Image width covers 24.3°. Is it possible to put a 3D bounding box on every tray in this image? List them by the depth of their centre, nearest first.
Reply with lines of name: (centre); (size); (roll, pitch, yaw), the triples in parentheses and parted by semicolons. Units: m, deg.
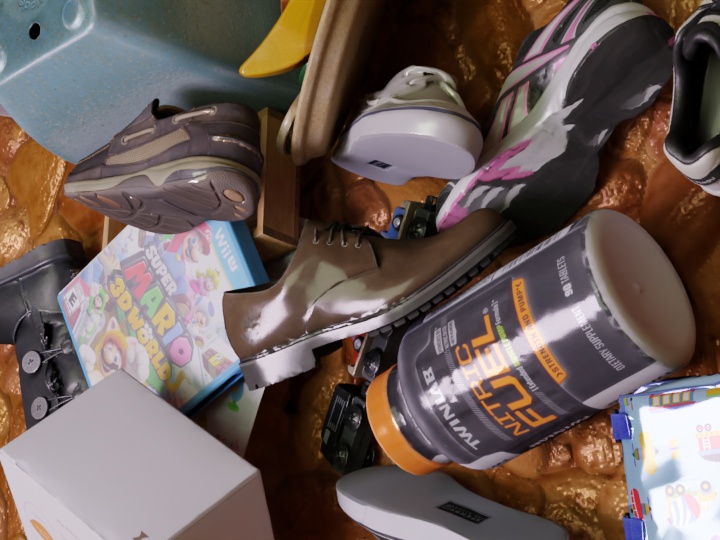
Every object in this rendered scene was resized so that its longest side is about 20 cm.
tray: (-0.119, -0.032, 1.217); (0.200, 0.037, 0.099); (-26, 54, 43)

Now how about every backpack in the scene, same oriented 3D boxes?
backpack: (0.232, 0.152, 0.884); (0.182, 0.134, 0.201); (-7, 84, 39)

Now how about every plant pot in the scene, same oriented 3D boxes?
plant pot: (-0.164, -0.184, 1.191); (0.196, 0.199, 0.197); (-22, 73, 36)

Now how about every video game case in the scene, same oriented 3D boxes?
video game case: (-0.137, 0.031, 1.178); (0.200, 0.018, 0.144); (-39, 65, 38)

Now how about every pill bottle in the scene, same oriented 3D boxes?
pill bottle: (0.096, 0.054, 1.019); (0.200, 0.106, 0.107); (-34, 66, 33)

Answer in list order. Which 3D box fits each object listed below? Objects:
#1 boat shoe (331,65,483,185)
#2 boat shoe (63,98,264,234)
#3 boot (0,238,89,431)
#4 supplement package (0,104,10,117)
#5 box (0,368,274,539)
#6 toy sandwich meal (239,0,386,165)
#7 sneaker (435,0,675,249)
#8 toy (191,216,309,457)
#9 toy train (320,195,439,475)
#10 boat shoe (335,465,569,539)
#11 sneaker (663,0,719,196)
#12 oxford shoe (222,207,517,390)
boat shoe: (0.033, -0.099, 1.065); (0.200, 0.071, 0.070); (173, 116, -78)
boat shoe: (-0.125, -0.071, 1.112); (0.199, 0.074, 0.074); (-1, 67, 48)
boot: (-0.260, 0.098, 1.337); (0.164, 0.065, 0.201); (-28, 73, 36)
supplement package: (-0.319, -0.244, 1.350); (0.111, 0.155, 0.201); (-30, 68, 32)
box: (-0.140, 0.196, 1.135); (0.152, 0.106, 0.201); (31, 143, 36)
toy sandwich meal: (-0.029, -0.170, 1.096); (0.070, 0.205, 0.206); (18, 99, 4)
sneaker: (0.118, -0.100, 1.049); (0.200, 0.080, 0.087); (-47, 36, 28)
toy: (-0.080, 0.057, 1.193); (0.115, 0.047, 0.201); (18, 87, 52)
toy train: (0.015, 0.042, 1.134); (0.046, 0.034, 0.201); (32, 107, 49)
boat shoe: (0.058, 0.177, 1.063); (0.199, 0.073, 0.069); (12, 113, 45)
sneaker: (0.223, -0.142, 0.946); (0.075, 0.087, 0.201); (11, 91, 41)
oxford shoe: (0.000, 0.000, 1.038); (0.199, 0.073, 0.085); (-24, 92, 13)
